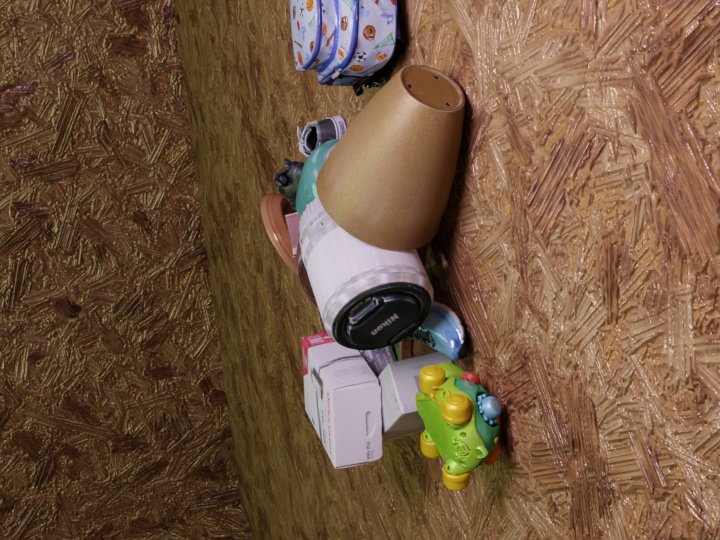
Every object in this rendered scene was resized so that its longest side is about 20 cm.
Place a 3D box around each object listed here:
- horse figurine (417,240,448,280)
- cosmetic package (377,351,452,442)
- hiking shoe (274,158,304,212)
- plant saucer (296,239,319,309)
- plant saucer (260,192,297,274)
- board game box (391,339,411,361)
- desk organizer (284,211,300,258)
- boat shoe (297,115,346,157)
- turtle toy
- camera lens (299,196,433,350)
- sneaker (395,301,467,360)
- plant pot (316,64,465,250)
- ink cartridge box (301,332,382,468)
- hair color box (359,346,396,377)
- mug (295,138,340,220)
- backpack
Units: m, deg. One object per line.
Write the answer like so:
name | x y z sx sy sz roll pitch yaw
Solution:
horse figurine | 0.079 -0.019 1.473 0.201 0.049 0.134 99 147 -55
cosmetic package | 0.079 0.205 1.527 0.200 0.106 0.086 121 134 -64
hiking shoe | -0.119 -0.163 1.886 0.100 0.076 0.200 31 155 2
plant saucer | -0.030 0.022 1.559 0.198 0.035 0.202 24 140 22
plant saucer | -0.132 -0.075 1.977 0.201 0.037 0.201 52 -160 -28
board game box | 0.041 0.073 1.689 0.201 0.030 0.097 -124 25 -45
desk organizer | -0.084 -0.075 1.780 0.200 0.071 0.078 -34 -69 -82
boat shoe | -0.084 -0.244 1.804 0.199 0.067 0.075 -171 70 -72
turtle toy | 0.136 0.199 1.345 0.200 0.100 0.148 -129 32 -57
camera lens | 0.005 -0.002 1.357 0.161 0.157 0.202 99 157 -49
sneaker | 0.078 0.088 1.420 0.199 0.089 0.079 29 144 43
plant pot | 0.056 -0.164 1.273 0.188 0.184 0.201 65 145 35
ink cartridge box | -0.034 0.208 1.581 0.200 0.082 0.149 -131 36 -64
hair color box | 0.011 0.144 1.714 0.200 0.064 0.111 -146 35 -72
mug | -0.010 -0.128 1.541 0.184 0.152 0.115 31 143 9
backpack | -0.019 -0.372 1.399 0.190 0.152 0.204 -7 92 62
